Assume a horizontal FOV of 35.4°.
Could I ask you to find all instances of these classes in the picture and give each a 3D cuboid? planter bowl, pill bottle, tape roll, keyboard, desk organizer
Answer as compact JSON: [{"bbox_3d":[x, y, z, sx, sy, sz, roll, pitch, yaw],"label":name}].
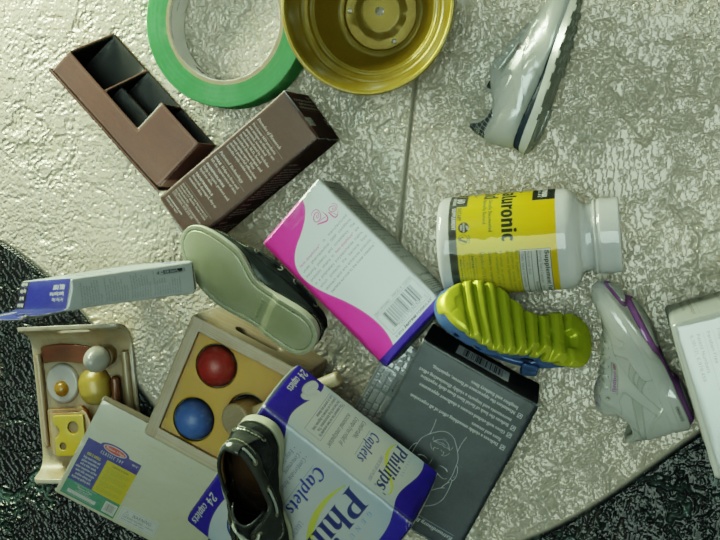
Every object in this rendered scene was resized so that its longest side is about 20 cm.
[{"bbox_3d":[0.015,-0.299,1.283,0.197,0.083,0.204,1,95,12],"label":"planter bowl"},{"bbox_3d":[0.189,-0.032,1.253,0.197,0.111,0.113,-4,94,13],"label":"pill bottle"},{"bbox_3d":[-0.155,-0.295,1.341,0.197,0.048,0.204,1,96,13],"label":"tape roll"},{"bbox_3d":[0.018,0.179,1.364,0.056,0.011,0.202,30,101,9],"label":"keyboard"},{"bbox_3d":[-0.274,-0.195,1.368,0.077,0.072,0.200,-43,85,11],"label":"desk organizer"}]

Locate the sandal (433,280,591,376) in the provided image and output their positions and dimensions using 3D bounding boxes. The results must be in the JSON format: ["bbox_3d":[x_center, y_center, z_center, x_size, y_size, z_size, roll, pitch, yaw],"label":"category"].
[{"bbox_3d":[0.159,0.073,1.252,0.198,0.087,0.080,23,58,-26],"label":"sandal"}]

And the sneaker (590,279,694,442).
[{"bbox_3d":[0.290,0.107,1.246,0.099,0.075,0.202,-24,104,20],"label":"sneaker"}]

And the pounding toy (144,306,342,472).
[{"bbox_3d":[-0.127,0.149,1.327,0.198,0.142,0.186,26,101,9],"label":"pounding toy"}]

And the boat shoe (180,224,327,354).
[{"bbox_3d":[-0.116,0.013,1.284,0.198,0.066,0.075,34,118,12],"label":"boat shoe"}]

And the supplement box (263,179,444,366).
[{"bbox_3d":[0.000,0.000,1.300,0.200,0.103,0.101,45,100,7],"label":"supplement box"}]

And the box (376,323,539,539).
[{"bbox_3d":[0.095,0.191,1.294,0.147,0.107,0.202,29,100,6],"label":"box"}]

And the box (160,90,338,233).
[{"bbox_3d":[-0.129,-0.120,1.325,0.199,0.100,0.075,-36,87,13],"label":"box"}]

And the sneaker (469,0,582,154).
[{"bbox_3d":[0.188,-0.235,1.257,0.080,0.076,0.202,24,99,19],"label":"sneaker"}]

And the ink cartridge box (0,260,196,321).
[{"bbox_3d":[-0.317,0.023,1.292,0.199,0.198,0.041,-4,95,57],"label":"ink cartridge box"}]

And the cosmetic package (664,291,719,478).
[{"bbox_3d":[0.439,0.097,1.177,0.198,0.167,0.169,-17,90,15],"label":"cosmetic package"}]

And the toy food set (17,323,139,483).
[{"bbox_3d":[-0.357,0.168,1.425,0.141,0.060,0.203,-3,94,13],"label":"toy food set"}]

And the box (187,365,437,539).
[{"bbox_3d":[-0.053,0.245,1.222,0.199,0.105,0.185,36,116,2],"label":"box"}]

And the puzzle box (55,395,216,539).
[{"bbox_3d":[-0.260,0.258,1.397,0.198,0.025,0.134,29,97,-7],"label":"puzzle box"}]

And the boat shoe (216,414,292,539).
[{"bbox_3d":[-0.113,0.250,1.149,0.071,0.068,0.203,5,113,17],"label":"boat shoe"}]
